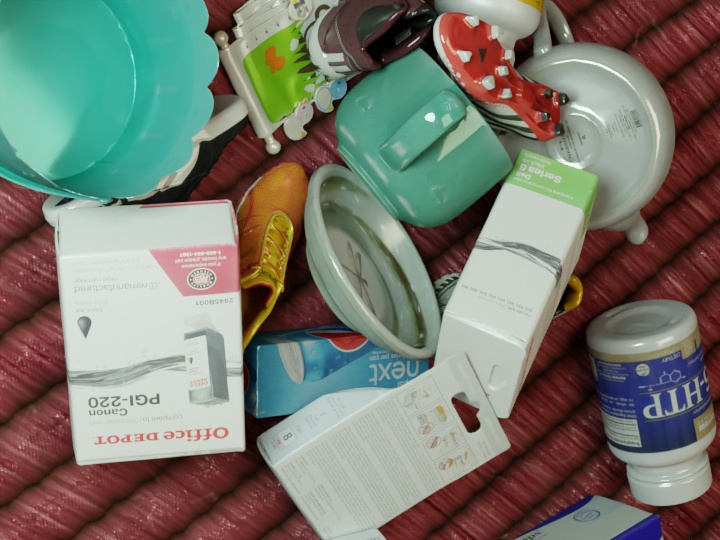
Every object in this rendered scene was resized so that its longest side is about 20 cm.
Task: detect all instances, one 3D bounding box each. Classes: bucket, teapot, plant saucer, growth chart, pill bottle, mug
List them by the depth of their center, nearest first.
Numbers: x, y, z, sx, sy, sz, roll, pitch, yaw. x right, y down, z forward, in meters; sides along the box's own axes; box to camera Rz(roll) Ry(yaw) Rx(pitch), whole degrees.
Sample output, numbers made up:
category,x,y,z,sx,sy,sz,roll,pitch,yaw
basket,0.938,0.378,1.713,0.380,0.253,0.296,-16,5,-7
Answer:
category,x,y,z,sx,sy,sz,roll,pitch,yaw
bucket,-0.227,-0.156,1.294,0.207,0.135,0.208,-1,92,-34
mug,0.043,-0.121,1.492,0.114,0.152,0.185,-40,147,0
growth chart,-0.047,-0.215,1.507,0.200,0.018,0.145,-47,122,-21
plant saucer,0.000,0.000,1.510,0.200,0.050,0.200,48,24,-29
pill bottle,0.130,-0.291,1.575,0.104,0.104,0.201,14,87,-38
teapot,0.224,-0.142,1.646,0.201,0.197,0.146,-69,169,20
pill bottle,0.318,0.143,1.772,0.119,0.120,0.201,-26,112,-32

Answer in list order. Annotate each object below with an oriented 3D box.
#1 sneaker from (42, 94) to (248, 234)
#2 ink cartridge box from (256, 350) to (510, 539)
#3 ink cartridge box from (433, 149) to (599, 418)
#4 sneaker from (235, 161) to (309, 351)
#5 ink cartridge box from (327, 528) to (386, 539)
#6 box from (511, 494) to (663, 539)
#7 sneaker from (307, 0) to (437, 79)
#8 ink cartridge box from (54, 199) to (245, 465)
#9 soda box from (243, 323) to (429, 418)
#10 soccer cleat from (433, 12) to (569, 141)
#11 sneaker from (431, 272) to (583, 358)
category,x,y,z,sx,sy,sz,roll,pitch,yaw
sneaker,-0.167,-0.060,1.410,0.200,0.073,0.112,-34,119,-20
ink cartridge box,0.023,0.160,1.522,0.200,0.057,0.163,-34,135,-5
ink cartridge box,0.143,0.013,1.533,0.146,0.084,0.200,95,19,-57
sneaker,-0.086,-0.006,1.468,0.073,0.077,0.201,35,69,-34
ink cartridge box,-0.020,0.347,1.560,0.099,0.039,0.201,-12,115,-21
box,0.234,0.371,1.750,0.184,0.105,0.201,-23,109,-33
sneaker,0.043,-0.255,1.484,0.076,0.115,0.200,36,77,-36
ink cartridge box,-0.170,0.052,1.348,0.145,0.085,0.201,-4,121,-8
soda box,-0.031,0.089,1.533,0.200,0.064,0.068,-4,99,-37
soccer cleat,0.113,-0.171,1.507,0.200,0.085,0.069,30,65,-46
sneaker,0.137,0.034,1.642,0.200,0.082,0.078,-23,111,-31
